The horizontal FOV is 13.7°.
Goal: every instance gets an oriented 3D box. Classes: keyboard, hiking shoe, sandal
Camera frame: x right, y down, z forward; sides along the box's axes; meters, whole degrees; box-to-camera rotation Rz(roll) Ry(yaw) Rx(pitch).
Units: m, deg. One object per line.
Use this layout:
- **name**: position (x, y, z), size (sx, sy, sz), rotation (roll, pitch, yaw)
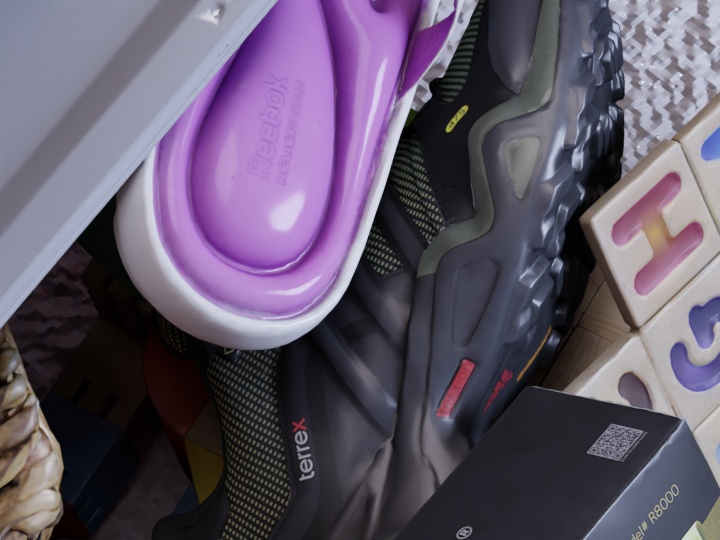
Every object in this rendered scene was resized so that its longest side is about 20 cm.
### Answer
- **keyboard**: position (-0.087, -0.021, 0.657), size (0.056, 0.011, 0.200), rotation (40, 90, 13)
- **hiking shoe**: position (0.000, 0.000, 0.726), size (0.100, 0.076, 0.200), rotation (15, 77, 15)
- **sandal**: position (-0.005, -0.081, 0.687), size (0.082, 0.050, 0.203), rotation (14, 72, -25)

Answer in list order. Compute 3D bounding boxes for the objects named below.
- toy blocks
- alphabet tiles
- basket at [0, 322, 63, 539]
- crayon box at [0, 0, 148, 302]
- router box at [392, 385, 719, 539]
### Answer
- **toy blocks**: position (-0.005, 0.038, 0.796), size (0.200, 0.100, 0.137), rotation (26, 71, 19)
- **alphabet tiles**: position (0.131, 0.013, 0.766), size (0.200, 0.167, 0.006), rotation (-41, 32, -24)
- **basket**: position (-0.180, 0.056, 0.747), size (0.200, 0.149, 0.143), rotation (-22, 89, -14)
- **crayon box**: position (-0.079, -0.107, 0.710), size (0.200, 0.052, 0.126), rotation (44, 59, -16)
- **router box**: position (0.028, 0.151, 0.665), size (0.052, 0.157, 0.200), rotation (10, 49, 47)
